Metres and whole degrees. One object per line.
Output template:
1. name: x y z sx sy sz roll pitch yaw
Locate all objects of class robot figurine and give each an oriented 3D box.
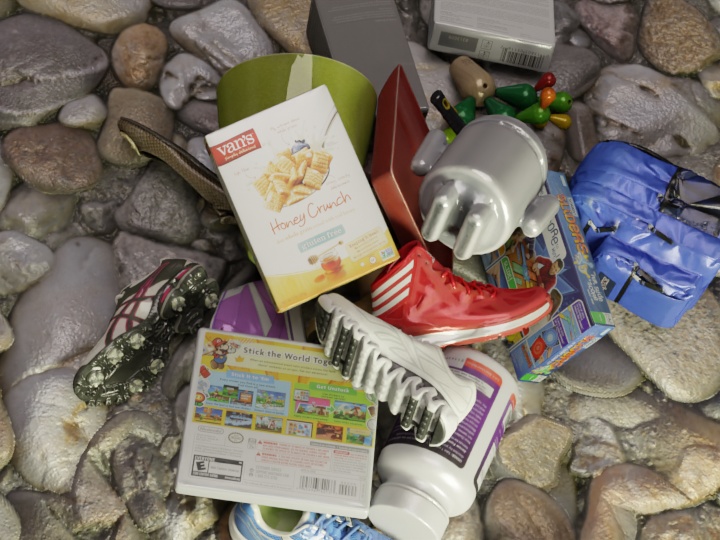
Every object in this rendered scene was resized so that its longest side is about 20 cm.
1. robot figurine: 0.135 -0.096 1.693 0.169 0.113 0.200 33 44 7

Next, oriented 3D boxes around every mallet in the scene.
1. mallet: 0.138 -0.126 1.817 0.200 0.041 0.066 42 61 -32

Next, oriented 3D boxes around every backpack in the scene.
1. backpack: 0.324 -0.048 1.792 0.199 0.163 0.168 31 63 8

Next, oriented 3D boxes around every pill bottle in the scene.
1. pill bottle: 0.084 0.189 1.643 0.110 0.112 0.201 25 59 6

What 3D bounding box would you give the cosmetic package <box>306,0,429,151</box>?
1. cosmetic package: 0.006 -0.249 1.903 0.105 0.090 0.202 -7 64 -13

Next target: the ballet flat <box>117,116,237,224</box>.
1. ballet flat: -0.208 -0.114 1.809 0.199 0.067 0.047 34 93 7

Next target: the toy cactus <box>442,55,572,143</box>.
1. toy cactus: 0.161 -0.206 1.907 0.199 0.103 0.166 -27 57 -13

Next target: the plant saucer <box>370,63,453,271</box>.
1. plant saucer: 0.058 -0.097 1.752 0.036 0.201 0.201 -13 40 17

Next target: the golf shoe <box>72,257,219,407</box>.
1. golf shoe: -0.244 0.067 1.696 0.200 0.078 0.088 -44 44 -20

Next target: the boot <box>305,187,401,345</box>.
1. boot: 0.000 0.000 1.753 0.174 0.066 0.202 11 56 -36

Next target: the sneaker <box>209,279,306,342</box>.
1. sneaker: -0.110 0.105 1.693 0.113 0.073 0.202 -9 56 -4

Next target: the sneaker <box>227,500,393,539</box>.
1. sneaker: -0.040 0.279 1.591 0.198 0.077 0.076 16 57 -2

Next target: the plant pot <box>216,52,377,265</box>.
1. plant pot: -0.075 -0.106 1.726 0.185 0.188 0.202 4 66 -7

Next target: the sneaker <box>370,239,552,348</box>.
1. sneaker: 0.105 0.018 1.659 0.198 0.078 0.117 -15 98 -13

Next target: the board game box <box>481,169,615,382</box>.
1. board game box: 0.205 0.007 1.755 0.034 0.135 0.202 8 56 -36

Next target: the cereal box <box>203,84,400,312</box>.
1. cereal box: -0.062 -0.076 1.624 0.143 0.040 0.202 -24 89 -9

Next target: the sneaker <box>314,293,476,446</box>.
1. sneaker: 0.034 0.092 1.604 0.200 0.075 0.081 42 54 14

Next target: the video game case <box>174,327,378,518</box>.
1. video game case: -0.082 0.156 1.598 0.197 0.023 0.184 8 59 -5

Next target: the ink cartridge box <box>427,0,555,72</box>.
1. ink cartridge box: 0.171 -0.346 2.018 0.158 0.048 0.201 10 41 -4
